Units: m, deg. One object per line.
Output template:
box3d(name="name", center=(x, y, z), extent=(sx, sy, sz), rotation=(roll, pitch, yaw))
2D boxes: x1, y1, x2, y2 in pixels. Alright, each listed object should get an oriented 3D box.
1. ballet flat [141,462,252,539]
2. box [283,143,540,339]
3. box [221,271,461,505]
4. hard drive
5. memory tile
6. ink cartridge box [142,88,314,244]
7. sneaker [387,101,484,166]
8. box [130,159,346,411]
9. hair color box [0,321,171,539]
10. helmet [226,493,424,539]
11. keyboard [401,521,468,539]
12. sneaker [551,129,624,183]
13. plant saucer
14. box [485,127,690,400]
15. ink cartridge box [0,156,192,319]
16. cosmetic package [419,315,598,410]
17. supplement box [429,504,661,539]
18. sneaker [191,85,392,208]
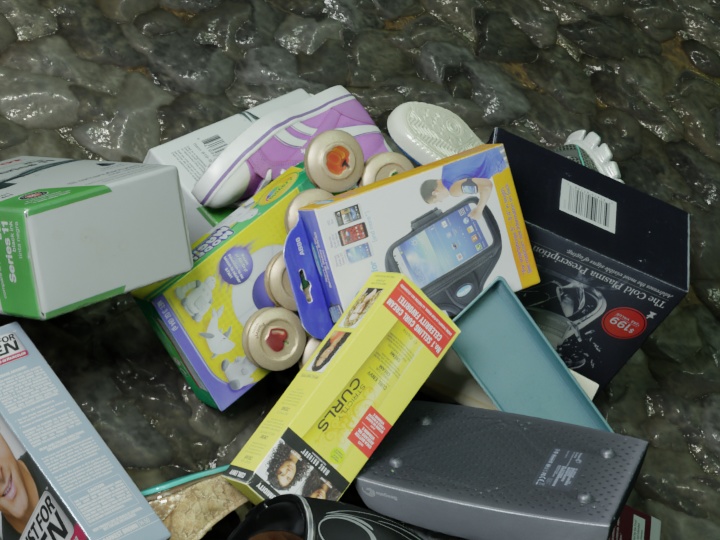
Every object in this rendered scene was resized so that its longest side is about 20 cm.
box3d(name="ballet flat", center=(-0.087, 0.173, 1.365), extent=(0.199, 0.070, 0.066), rotation=(-18, 89, -38))
box3d(name="box", center=(0.039, -0.015, 1.404), extent=(0.199, 0.041, 0.120), rotation=(-21, 100, -25))
box3d(name="box", center=(-0.013, 0.100, 1.333), extent=(0.075, 0.050, 0.200), rotation=(45, 71, -22))
box3d(name="hard drive", center=(0.107, 0.157, 1.346), extent=(0.199, 0.043, 0.135), rotation=(8, 28, 20))
box3d(name="memory tile", center=(0.000, 0.000, 1.417), extent=(0.153, 0.017, 0.201), rotation=(21, 82, -23))
box3d(name="ink cartridge box", center=(-0.083, -0.061, 1.557), extent=(0.147, 0.083, 0.200), rotation=(47, 45, 16))
box3d(name="sneaker", center=(0.083, -0.076, 1.648), extent=(0.199, 0.111, 0.077), rotation=(23, 47, -31))
box3d(name="box", center=(-0.072, 0.006, 1.428), extent=(0.200, 0.048, 0.118), rotation=(-41, 117, -20))
box3d(name="hair color box", center=(-0.226, 0.147, 1.264), extent=(0.060, 0.099, 0.200), rotation=(-21, 64, -42))
box3d(name="helmet", center=(-0.009, 0.265, 1.224), extent=(0.190, 0.200, 0.201), rotation=(36, 39, -21))
box3d(name="keyboard", center=(0.066, 0.255, 1.353), extent=(0.056, 0.011, 0.201), rotation=(-1, 69, -13))
box3d(name="sneaker", center=(0.237, -0.045, 1.762), extent=(0.091, 0.078, 0.200), rotation=(-22, 60, -25))
box3d(name="plant saucer", center=(0.141, 0.101, 1.426), extent=(0.070, 0.019, 0.200), rotation=(-42, 107, -17))
box3d(name="box", center=(0.161, 0.002, 1.574), extent=(0.199, 0.182, 0.104), rotation=(22, 45, -11))
box3d(name="ink cartridge box", center=(-0.247, -0.029, 1.337), extent=(0.199, 0.084, 0.146), rotation=(6, 19, 43))
box3d(name="cosmetic package", center=(0.090, 0.082, 1.505), extent=(0.199, 0.105, 0.071), rotation=(28, 84, -5))
box3d(name="supplement box", center=(0.143, 0.220, 1.450), extent=(0.199, 0.061, 0.109), rotation=(26, 43, -9))
box3d(name="sneaker", center=(-0.043, -0.078, 1.485), extent=(0.200, 0.073, 0.114), rotation=(-32, 79, -40))
